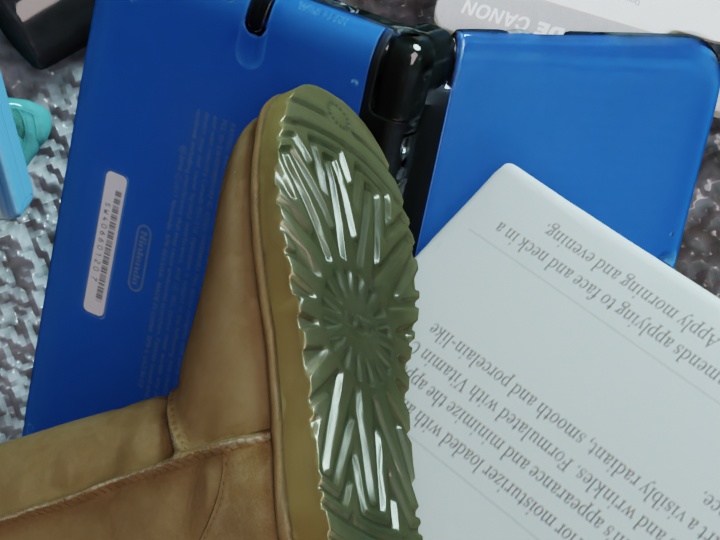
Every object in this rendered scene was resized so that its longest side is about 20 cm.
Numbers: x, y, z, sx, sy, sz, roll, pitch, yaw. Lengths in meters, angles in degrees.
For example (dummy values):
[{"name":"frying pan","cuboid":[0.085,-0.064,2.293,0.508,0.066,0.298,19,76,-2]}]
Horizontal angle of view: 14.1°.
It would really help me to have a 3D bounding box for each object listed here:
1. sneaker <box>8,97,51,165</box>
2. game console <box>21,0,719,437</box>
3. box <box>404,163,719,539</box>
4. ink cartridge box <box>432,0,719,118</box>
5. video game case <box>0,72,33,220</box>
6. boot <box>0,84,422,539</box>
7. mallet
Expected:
[{"name":"sneaker","cuboid":[-0.179,-0.101,0.953,0.080,0.077,0.200,-38,102,-14]},{"name":"game console","cuboid":[0.000,0.000,0.950,0.171,0.118,0.200,22,113,24]},{"name":"box","cuboid":[0.101,0.104,0.871,0.131,0.199,0.200,-46,134,-7]},{"name":"ink cartridge box","cuboid":[0.131,-0.133,0.982,0.200,0.084,0.176,16,87,-6]},{"name":"video game case","cuboid":[-0.212,-0.074,0.899,0.200,0.018,0.143,-5,116,17]},{"name":"boot","cuboid":[-0.082,0.051,0.854,0.200,0.066,0.175,-21,52,29]},{"name":"mallet","cuboid":[-0.147,-0.155,0.974,0.066,0.041,0.200,-44,89,-11]}]
